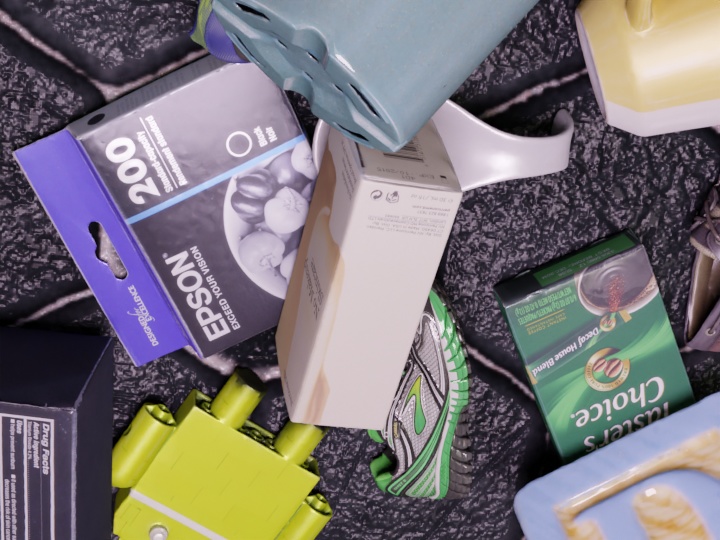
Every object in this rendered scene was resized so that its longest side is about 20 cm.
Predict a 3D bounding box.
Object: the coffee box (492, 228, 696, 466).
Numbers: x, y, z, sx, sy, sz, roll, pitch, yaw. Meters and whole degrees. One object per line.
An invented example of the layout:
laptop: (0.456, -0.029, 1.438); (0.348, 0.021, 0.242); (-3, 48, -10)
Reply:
coffee box: (0.194, 0.079, 1.064); (0.122, 0.044, 0.201); (-22, 114, 0)

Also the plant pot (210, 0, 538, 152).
plant pot: (0.025, -0.191, 0.809); (0.200, 0.200, 0.197); (40, 81, -21)

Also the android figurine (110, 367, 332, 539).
android figurine: (-0.117, 0.177, 1.063); (0.182, 0.041, 0.200); (34, 103, -20)

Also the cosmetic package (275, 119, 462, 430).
cosmetic package: (0.000, 0.000, 0.917); (0.071, 0.105, 0.201); (7, 122, -16)

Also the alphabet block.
alphabet block: (0.257, 0.252, 1.038); (0.195, 0.196, 0.200); (-25, 135, 5)

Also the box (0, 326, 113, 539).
box: (-0.285, 0.150, 0.967); (0.197, 0.123, 0.201); (7, 113, 2)

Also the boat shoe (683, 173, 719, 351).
boat shoe: (0.284, -0.024, 1.021); (0.064, 0.072, 0.201); (-7, 119, -11)

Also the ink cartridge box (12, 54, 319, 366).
ink cartridge box: (-0.119, -0.039, 0.970); (0.199, 0.043, 0.199); (-25, 115, 3)

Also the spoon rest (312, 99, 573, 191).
spoon rest: (0.063, -0.090, 0.954); (0.198, 0.061, 0.100); (-3, 113, -15)

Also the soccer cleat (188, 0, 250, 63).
soccer cleat: (-0.074, -0.238, 0.882); (0.064, 0.083, 0.202); (1, 102, -51)

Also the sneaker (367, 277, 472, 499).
sneaker: (0.041, 0.093, 1.030); (0.084, 0.078, 0.201); (-5, 114, -6)

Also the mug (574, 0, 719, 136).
mug: (0.226, -0.176, 0.910); (0.152, 0.150, 0.187); (-16, 130, 8)
